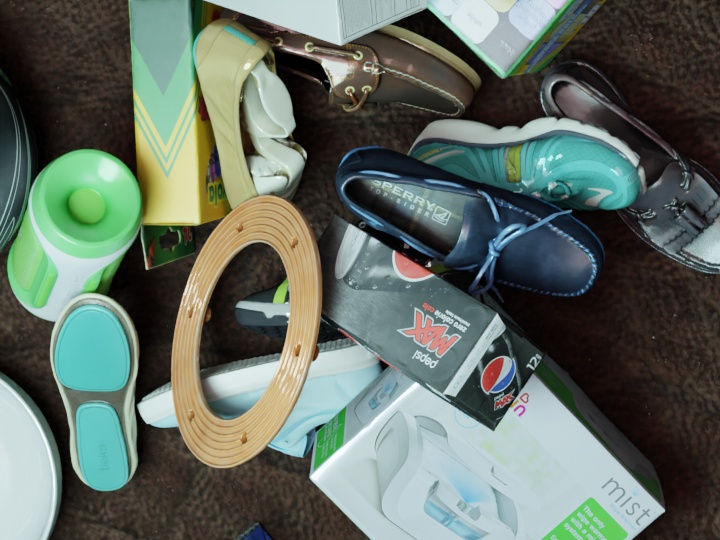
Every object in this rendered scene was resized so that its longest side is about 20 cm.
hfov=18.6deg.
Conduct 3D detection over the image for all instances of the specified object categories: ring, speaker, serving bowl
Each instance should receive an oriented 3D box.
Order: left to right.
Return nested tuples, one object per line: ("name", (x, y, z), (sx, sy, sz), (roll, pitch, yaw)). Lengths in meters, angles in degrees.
("serving bowl", (-0.324, 0.162, 1.752), (0.198, 0.066, 0.202), (1, 96, 14))
("speaker", (-0.214, -0.023, 1.636), (0.088, 0.200, 0.089), (4, 72, -14))
("ring", (-0.080, 0.044, 1.596), (0.019, 0.200, 0.202), (13, 102, -33))

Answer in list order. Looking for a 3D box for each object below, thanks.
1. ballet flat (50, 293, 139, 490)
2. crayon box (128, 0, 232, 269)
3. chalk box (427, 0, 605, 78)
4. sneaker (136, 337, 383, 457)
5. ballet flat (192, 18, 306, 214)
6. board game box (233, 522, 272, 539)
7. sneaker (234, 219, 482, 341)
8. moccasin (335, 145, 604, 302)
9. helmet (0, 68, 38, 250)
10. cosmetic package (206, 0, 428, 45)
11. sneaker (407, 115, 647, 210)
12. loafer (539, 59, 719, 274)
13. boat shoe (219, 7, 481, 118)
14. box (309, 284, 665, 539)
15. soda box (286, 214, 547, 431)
("ballet flat", (-0.199, 0.080, 1.680), (0.069, 0.070, 0.201), (15, 130, 11))
("crayon box", (-0.127, -0.107, 1.647), (0.050, 0.127, 0.202), (-1, 97, 13))
("chalk box", (0.106, -0.221, 1.541), (0.124, 0.200, 0.124), (43, 103, 5))
("sneaker", (-0.074, 0.109, 1.685), (0.198, 0.074, 0.083), (-12, 93, 17))
("ballet flat", (-0.073, -0.096, 1.614), (0.063, 0.201, 0.069), (20, 57, 30))
("board game box", (-0.113, 0.326, 1.703), (0.200, 0.097, 0.160), (-42, 86, 13))
("sneaker", (0.000, 0.000, 1.669), (0.198, 0.072, 0.084), (-11, 75, 11))
("moccasin", (0.072, -0.023, 1.537), (0.198, 0.068, 0.081), (17, 108, 5))
("helmet", (-0.343, -0.077, 1.669), (0.199, 0.200, 0.192), (-21, 99, 14))
("cosmetic package", (-0.050, -0.212, 1.525), (0.199, 0.082, 0.051), (23, 128, 44))
("sneaker", (0.114, -0.059, 1.594), (0.199, 0.080, 0.078), (0, 131, 33))
("loafer", (0.203, -0.071, 1.605), (0.072, 0.063, 0.200), (-45, 85, 14))
("boat shoe", (-0.012, -0.153, 1.628), (0.199, 0.070, 0.071), (23, 68, 3))
("box", (0.093, 0.147, 1.616), (0.176, 0.097, 0.200), (-41, 101, 13))
("soda box", (0.036, 0.034, 1.534), (0.200, 0.063, 0.071), (31, 86, 48))
